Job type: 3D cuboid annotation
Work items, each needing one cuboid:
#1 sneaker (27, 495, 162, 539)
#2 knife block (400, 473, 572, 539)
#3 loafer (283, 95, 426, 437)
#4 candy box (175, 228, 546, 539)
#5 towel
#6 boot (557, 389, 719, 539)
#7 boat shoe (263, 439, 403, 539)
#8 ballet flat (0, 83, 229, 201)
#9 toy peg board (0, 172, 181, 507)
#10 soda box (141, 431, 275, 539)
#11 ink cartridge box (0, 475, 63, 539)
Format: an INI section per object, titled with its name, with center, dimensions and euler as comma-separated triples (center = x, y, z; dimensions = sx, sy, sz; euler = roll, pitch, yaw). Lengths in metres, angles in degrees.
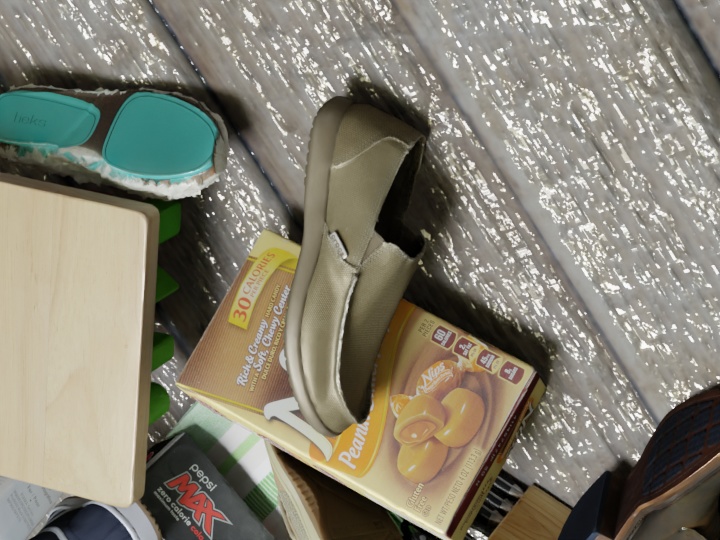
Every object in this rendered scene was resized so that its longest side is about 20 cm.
[sneaker]
center = -0.217, 0.214, 1.538
dimensions = 0.070, 0.108, 0.200
euler = 51, 153, -1
[knife block]
center = 0.118, 0.185, 1.412
dimensions = 0.199, 0.176, 0.064
euler = -1, 142, -17
[loafer]
center = 0.000, 0.000, 1.281
dimensions = 0.067, 0.076, 0.201
euler = 5, 98, 20
[candy box]
center = 0.000, 0.071, 1.352
dimensions = 0.199, 0.116, 0.055
euler = 27, 172, 18
[towel]
center = -0.049, 0.166, 1.552
dimensions = 0.200, 0.023, 0.153
euler = 43, 141, 1
[boot]
center = 0.205, 0.141, 1.298
dimensions = 0.097, 0.075, 0.200
euler = 30, 142, -11
[boat shoe]
center = -0.022, 0.150, 1.411
dimensions = 0.065, 0.072, 0.201
euler = 107, 149, -41
[ballet flat]
center = -0.152, -0.081, 1.406
dimensions = 0.199, 0.072, 0.072
euler = 14, 132, 34
[toy peg board]
center = -0.211, 0.027, 1.445
dimensions = 0.198, 0.098, 0.201
euler = 12, 109, 20
[soda box]
center = -0.095, 0.215, 1.561
dimensions = 0.200, 0.071, 0.063
euler = 50, 151, -7
[ink cartridge box]
center = -0.260, 0.111, 1.545
dimensions = 0.159, 0.200, 0.047
euler = 8, 134, 35
